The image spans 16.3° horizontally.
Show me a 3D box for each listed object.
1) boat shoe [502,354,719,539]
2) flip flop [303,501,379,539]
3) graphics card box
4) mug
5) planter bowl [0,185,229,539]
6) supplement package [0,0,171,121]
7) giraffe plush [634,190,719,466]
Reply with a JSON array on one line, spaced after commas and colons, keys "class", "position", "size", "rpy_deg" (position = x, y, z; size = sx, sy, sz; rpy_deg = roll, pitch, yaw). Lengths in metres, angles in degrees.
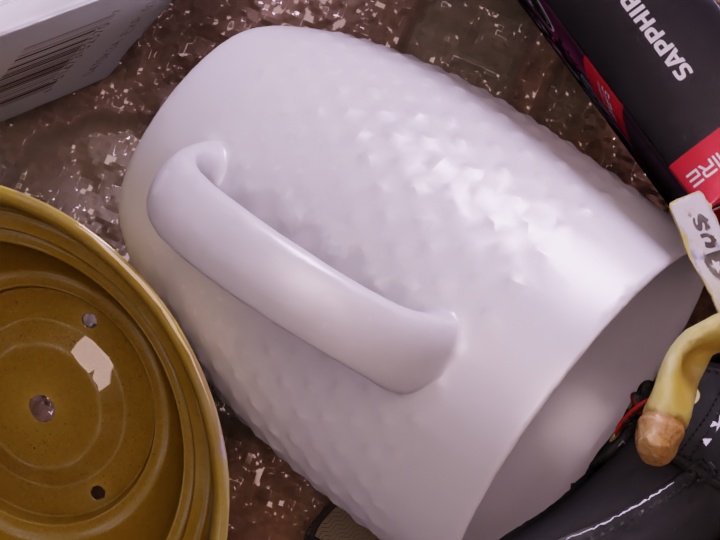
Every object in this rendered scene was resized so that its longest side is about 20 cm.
[{"class": "boat shoe", "position": [0.109, 0.062, 0.840], "size": [0.201, 0.073, 0.064], "rpy_deg": [-27, 102, -35]}, {"class": "flip flop", "position": [0.030, 0.174, 0.907], "size": [0.081, 0.058, 0.201], "rpy_deg": [-21, 70, 4]}, {"class": "graphics card box", "position": [0.085, -0.097, 0.876], "size": [0.051, 0.125, 0.201], "rpy_deg": [-35, 76, 4]}, {"class": "mug", "position": [0.000, 0.000, 0.848], "size": [0.175, 0.200, 0.148], "rpy_deg": [37, 101, 16]}, {"class": "planter bowl", "position": [-0.126, 0.058, 0.885], "size": [0.199, 0.083, 0.202], "rpy_deg": [4, 104, 17]}, {"class": "supplement package", "position": [-0.158, -0.158, 0.885], "size": [0.117, 0.117, 0.201], "rpy_deg": [-25, 85, -32]}, {"class": "giraffe plush", "position": [0.197, 0.033, 0.724], "size": [0.200, 0.162, 0.173], "rpy_deg": [50, 50, -6]}]
